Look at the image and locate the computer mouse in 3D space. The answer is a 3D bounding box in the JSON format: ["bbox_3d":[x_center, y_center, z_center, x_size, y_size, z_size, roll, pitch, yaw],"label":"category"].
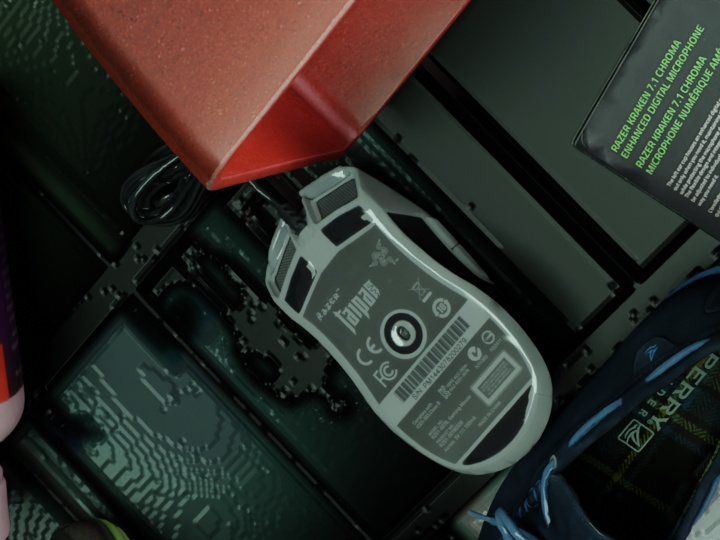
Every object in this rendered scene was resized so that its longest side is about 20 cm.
[{"bbox_3d":[0.000,0.000,0.789,0.200,0.044,0.110,46,113,10],"label":"computer mouse"}]

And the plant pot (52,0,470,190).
[{"bbox_3d":[-0.029,-0.165,0.652,0.176,0.200,0.200,41,102,5],"label":"plant pot"}]

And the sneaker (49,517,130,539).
[{"bbox_3d":[-0.138,0.187,0.814,0.083,0.201,0.077,21,141,-15],"label":"sneaker"}]

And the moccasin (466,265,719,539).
[{"bbox_3d":[0.091,0.086,0.754,0.080,0.068,0.201,26,112,2],"label":"moccasin"}]

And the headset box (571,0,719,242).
[{"bbox_3d":[0.181,-0.047,0.634,0.200,0.174,0.093,34,113,12],"label":"headset box"}]

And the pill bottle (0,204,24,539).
[{"bbox_3d":[-0.203,0.022,0.834,0.111,0.111,0.201,-1,103,21],"label":"pill bottle"}]
